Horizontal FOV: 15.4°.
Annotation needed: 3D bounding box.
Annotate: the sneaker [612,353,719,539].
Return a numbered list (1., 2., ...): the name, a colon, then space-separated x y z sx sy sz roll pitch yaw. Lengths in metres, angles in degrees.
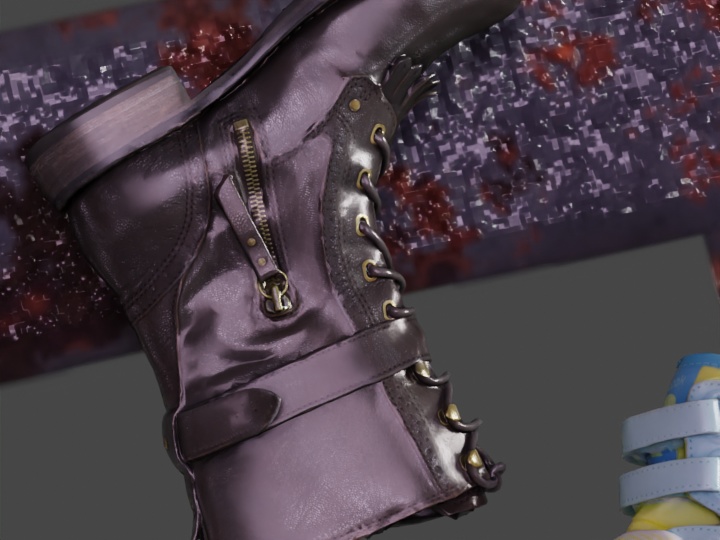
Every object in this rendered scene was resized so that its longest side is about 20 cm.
1. sneaker: 0.087 0.101 0.852 0.199 0.080 0.131 -15 79 -17

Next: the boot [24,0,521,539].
1. boot: 0.000 0.000 0.884 0.199 0.069 0.175 -28 85 -5
